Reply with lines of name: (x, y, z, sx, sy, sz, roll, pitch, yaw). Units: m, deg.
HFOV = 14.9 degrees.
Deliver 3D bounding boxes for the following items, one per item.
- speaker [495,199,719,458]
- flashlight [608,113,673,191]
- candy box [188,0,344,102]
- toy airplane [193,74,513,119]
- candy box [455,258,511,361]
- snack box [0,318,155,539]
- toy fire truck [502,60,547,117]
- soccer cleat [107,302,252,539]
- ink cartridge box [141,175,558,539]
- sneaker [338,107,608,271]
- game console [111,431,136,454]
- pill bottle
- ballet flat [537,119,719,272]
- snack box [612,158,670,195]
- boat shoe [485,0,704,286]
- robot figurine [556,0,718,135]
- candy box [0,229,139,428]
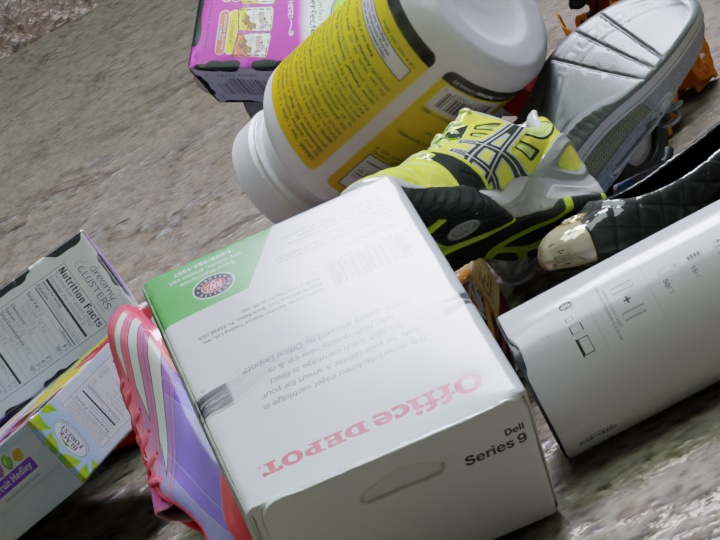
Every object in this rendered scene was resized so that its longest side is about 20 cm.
speaker: (0.171, 0.012, 1.354, 0.199, 0.082, 0.081, -28, 15, 3)
flashlight: (0.111, -0.075, 1.776, 0.199, 0.068, 0.068, -9, 27, 49)
candy box: (-0.005, -0.185, 1.830, 0.198, 0.061, 0.137, 1, 71, 22)
toy airplane: (0.009, -0.135, 1.973, 0.199, 0.199, 0.141, -36, 28, 12)
candy box: (-0.013, 0.064, 1.562, 0.199, 0.056, 0.116, -26, 15, 13)
snack box: (-0.201, 0.118, 1.634, 0.200, 0.053, 0.142, -40, 4, 37)
toy fire truck: (0.046, -0.065, 1.762, 0.199, 0.049, 0.142, -5, 61, 57)
soccer cleat: (-0.097, 0.091, 1.480, 0.076, 0.067, 0.200, -43, 49, 0)
ink cartridge box: (-0.008, 0.061, 1.355, 0.145, 0.084, 0.200, -23, 38, -5)
sneaker: (0.051, -0.045, 1.517, 0.199, 0.077, 0.075, -5, -29, -50)
game console: (-0.134, 0.064, 1.832, 0.176, 0.031, 0.200, -25, 15, 13)
pill bottle: (0.012, -0.109, 1.684, 0.200, 0.113, 0.113, -40, 6, 36)
ballet flat: (0.177, -0.059, 1.523, 0.199, 0.057, 0.066, -32, 15, -14)
snack box: (0.180, -0.025, 1.567, 0.072, 0.024, 0.200, -26, 15, 13)
boat shoe: (0.137, -0.082, 1.646, 0.074, 0.065, 0.202, 29, 78, 41)
robot figurine: (0.163, -0.190, 1.800, 0.058, 0.201, 0.145, -17, 18, 35)
candy box: (-0.235, 0.066, 1.781, 0.199, 0.072, 0.168, -36, -3, -6)
